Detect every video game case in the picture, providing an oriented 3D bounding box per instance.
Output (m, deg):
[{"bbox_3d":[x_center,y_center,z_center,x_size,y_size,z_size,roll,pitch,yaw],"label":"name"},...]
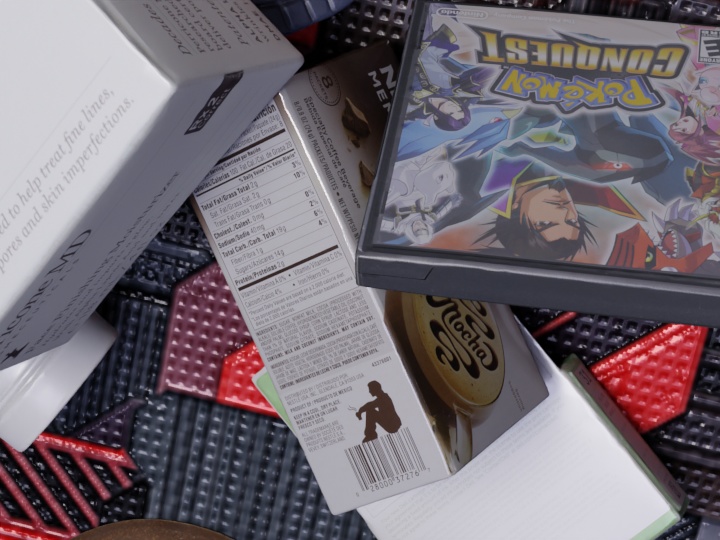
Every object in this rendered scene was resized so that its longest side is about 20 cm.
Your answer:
[{"bbox_3d":[0.109,-0.054,0.900,0.198,0.182,0.026,6,138,7],"label":"video game case"}]

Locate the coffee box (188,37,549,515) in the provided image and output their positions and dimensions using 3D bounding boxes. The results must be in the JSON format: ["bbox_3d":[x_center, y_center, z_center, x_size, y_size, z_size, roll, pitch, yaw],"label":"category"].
[{"bbox_3d":[0.000,0.000,0.942,0.079,0.113,0.202,-23,93,34],"label":"coffee box"}]

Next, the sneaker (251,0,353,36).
[{"bbox_3d":[-0.087,-0.133,0.958,0.198,0.082,0.075,-20,92,4],"label":"sneaker"}]

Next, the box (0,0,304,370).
[{"bbox_3d":[-0.171,-0.088,0.857,0.200,0.131,0.199,47,115,9],"label":"box"}]

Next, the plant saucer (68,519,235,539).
[{"bbox_3d":[-0.116,0.242,1.118,0.198,0.037,0.202,3,111,8],"label":"plant saucer"}]

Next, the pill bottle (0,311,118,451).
[{"bbox_3d":[-0.228,0.000,1.006,0.200,0.109,0.109,40,111,-8],"label":"pill bottle"}]

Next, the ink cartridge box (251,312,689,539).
[{"bbox_3d":[0.058,0.091,1.032,0.145,0.048,0.201,-40,86,19],"label":"ink cartridge box"}]
